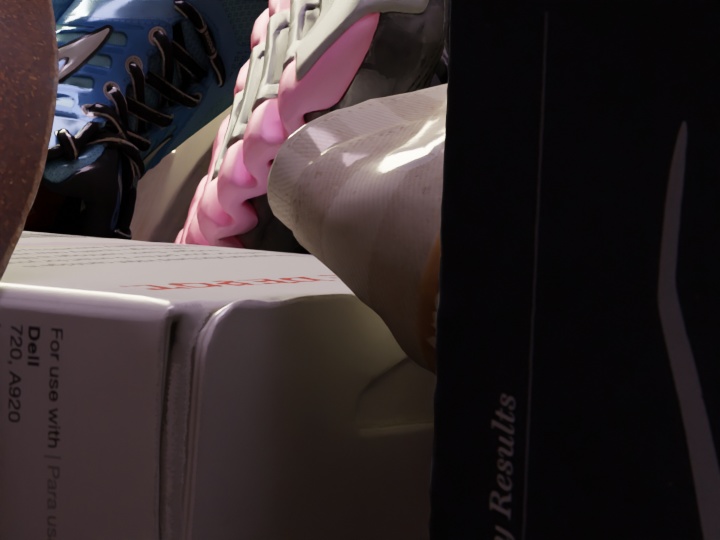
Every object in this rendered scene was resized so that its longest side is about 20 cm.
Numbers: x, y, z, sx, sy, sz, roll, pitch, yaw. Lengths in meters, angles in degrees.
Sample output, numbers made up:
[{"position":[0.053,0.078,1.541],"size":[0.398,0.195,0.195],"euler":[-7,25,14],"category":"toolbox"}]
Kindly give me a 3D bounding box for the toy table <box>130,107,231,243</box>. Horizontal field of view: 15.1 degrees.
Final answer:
[{"position":[-0.073,-0.026,0.960],"size":[0.183,0.118,0.199],"euler":[31,-10,-32],"category":"toy table"}]

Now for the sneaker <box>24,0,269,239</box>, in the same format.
[{"position":[-0.078,-0.039,0.815],"size":[0.200,0.079,0.090],"euler":[-40,38,-7],"category":"sneaker"}]

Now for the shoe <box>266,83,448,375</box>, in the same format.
[{"position":[0.059,-0.026,0.534],"size":[0.053,0.070,0.199],"euler":[20,23,33],"category":"shoe"}]

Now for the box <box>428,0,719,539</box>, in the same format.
[{"position":[0.113,0.024,0.395],"size":[0.199,0.149,0.104],"euler":[7,6,44],"category":"box"}]

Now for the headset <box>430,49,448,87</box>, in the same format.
[{"position":[0.043,-0.048,0.753],"size":[0.122,0.095,0.200],"euler":[-1,21,-15],"category":"headset"}]

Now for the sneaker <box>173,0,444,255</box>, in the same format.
[{"position":[0.000,0.000,0.686],"size":[0.095,0.079,0.201],"euler":[19,-42,-4],"category":"sneaker"}]

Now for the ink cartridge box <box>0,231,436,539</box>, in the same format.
[{"position":[-0.068,0.037,0.574],"size":[0.199,0.085,0.144],"euler":[5,5,36],"category":"ink cartridge box"}]

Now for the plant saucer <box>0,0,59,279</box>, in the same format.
[{"position":[-0.151,-0.011,0.529],"size":[0.199,0.201,0.035],"euler":[5,-31,36],"category":"plant saucer"}]
